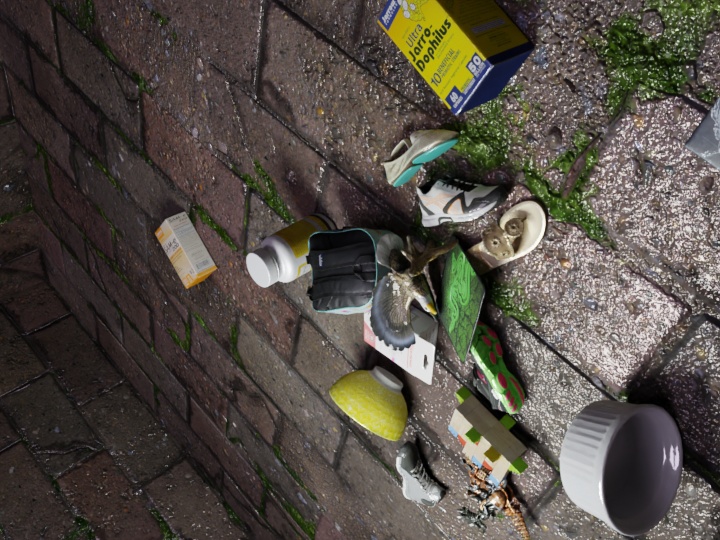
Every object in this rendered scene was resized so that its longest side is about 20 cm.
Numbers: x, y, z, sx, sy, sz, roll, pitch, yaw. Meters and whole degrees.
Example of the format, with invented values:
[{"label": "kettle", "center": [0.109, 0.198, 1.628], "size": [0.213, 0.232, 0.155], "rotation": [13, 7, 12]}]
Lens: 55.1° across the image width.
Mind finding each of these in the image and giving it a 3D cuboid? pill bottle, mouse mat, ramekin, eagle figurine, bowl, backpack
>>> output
[{"label": "pill bottle", "center": [-0.150, -0.042, 1.529], "size": [0.111, 0.199, 0.112], "rotation": [29, 134, 35]}, {"label": "mouse mat", "center": [0.183, 0.056, 1.292], "size": [0.162, 0.007, 0.201], "rotation": [-113, 23, -46]}, {"label": "ramekin", "center": [0.410, 0.303, 1.095], "size": [0.097, 0.200, 0.202], "rotation": [5, 119, 57]}, {"label": "eagle figurine", "center": [0.095, 0.039, 1.290], "size": [0.201, 0.150, 0.152], "rotation": [103, 169, -52]}, {"label": "bowl", "center": [0.038, 0.287, 1.591], "size": [0.200, 0.200, 0.108], "rotation": [37, 96, 29]}, {"label": "backpack", "center": [0.000, 0.000, 1.392], "size": [0.199, 0.152, 0.178], "rotation": [-10, 78, 52]}]

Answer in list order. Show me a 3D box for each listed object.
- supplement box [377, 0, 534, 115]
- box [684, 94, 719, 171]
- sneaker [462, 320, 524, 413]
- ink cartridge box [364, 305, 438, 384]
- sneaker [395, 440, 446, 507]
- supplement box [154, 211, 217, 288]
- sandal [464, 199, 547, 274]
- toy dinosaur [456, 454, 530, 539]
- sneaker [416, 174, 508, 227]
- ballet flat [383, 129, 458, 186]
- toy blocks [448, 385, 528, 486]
[{"label": "supplement box", "center": [0.139, -0.353, 1.031], "size": [0.201, 0.109, 0.109], "rotation": [53, 144, 11]}, {"label": "box", "center": [0.495, -0.166, 0.721], "size": [0.197, 0.117, 0.201], "rotation": [44, 143, 21]}, {"label": "sneaker", "center": [0.238, 0.188, 1.322], "size": [0.084, 0.077, 0.201], "rotation": [-19, 98, 50]}, {"label": "ink cartridge box", "center": [0.098, 0.140, 1.468], "size": [0.199, 0.067, 0.117], "rotation": [33, 137, 35]}, {"label": "sneaker", "center": [0.155, 0.498, 1.658], "size": [0.115, 0.075, 0.201], "rotation": [21, 140, 35]}, {"label": "supplement box", "center": [-0.532, -0.061, 2.095], "size": [0.126, 0.073, 0.201], "rotation": [-30, 89, 54]}, {"label": "sandal", "center": [0.231, -0.039, 1.175], "size": [0.078, 0.069, 0.212], "rotation": [55, 144, 7]}, {"label": "toy dinosaur", "center": [0.280, 0.489, 1.477], "size": [0.136, 0.101, 0.201], "rotation": [-55, 47, 35]}, {"label": "sneaker", "center": [0.166, -0.127, 1.191], "size": [0.199, 0.073, 0.081], "rotation": [-6, 108, 52]}, {"label": "ballet flat", "center": [0.097, -0.213, 1.225], "size": [0.200, 0.067, 0.063], "rotation": [-33, 78, 54]}, {"label": "toy blocks", "center": [0.254, 0.353, 1.419], "size": [0.200, 0.100, 0.137], "rotation": [44, 152, 25]}]
